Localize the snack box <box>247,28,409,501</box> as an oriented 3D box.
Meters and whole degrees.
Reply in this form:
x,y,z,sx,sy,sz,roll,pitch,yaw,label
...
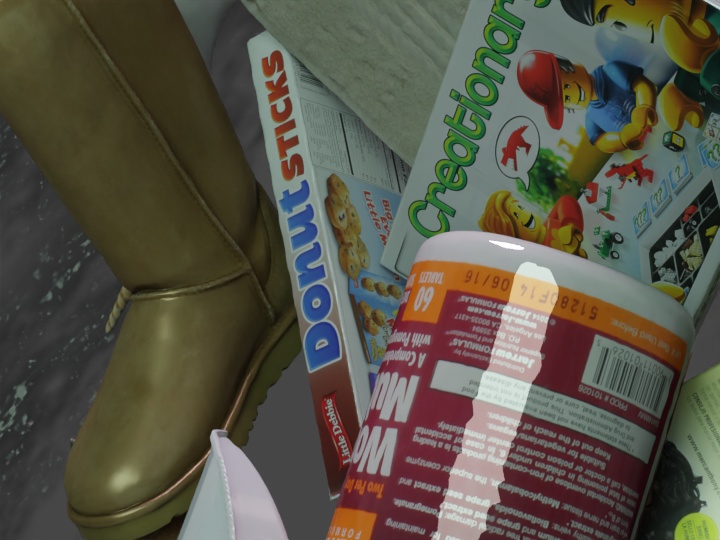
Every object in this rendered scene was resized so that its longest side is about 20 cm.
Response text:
x,y,z,sx,sy,sz,roll,pitch,yaw,label
0.000,0.000,1.196,0.024,0.072,0.201,-25,64,31,snack box

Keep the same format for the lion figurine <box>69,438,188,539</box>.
x,y,z,sx,sy,sz,roll,pitch,yaw,label
-0.055,0.148,1.162,0.122,0.072,0.201,-20,74,27,lion figurine

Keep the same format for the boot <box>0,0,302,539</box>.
x,y,z,sx,sy,sz,roll,pitch,yaw,label
-0.103,-0.021,1.149,0.066,0.201,0.175,-7,35,36,boot

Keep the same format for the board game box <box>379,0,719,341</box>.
x,y,z,sx,sy,sz,roll,pitch,yaw,label
0.090,-0.046,1.112,0.126,0.201,0.035,31,46,12,board game box

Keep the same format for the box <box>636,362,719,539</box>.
x,y,z,sx,sy,sz,roll,pitch,yaw,label
0.139,0.081,1.135,0.199,0.050,0.075,-31,66,6,box

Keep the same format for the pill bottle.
x,y,z,sx,sy,sz,roll,pitch,yaw,label
0.045,0.096,1.074,0.109,0.110,0.201,14,80,22,pill bottle

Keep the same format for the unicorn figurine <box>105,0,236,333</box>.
x,y,z,sx,sy,sz,roll,pitch,yaw,label
-0.093,-0.097,1.243,0.074,0.137,0.201,-7,50,51,unicorn figurine

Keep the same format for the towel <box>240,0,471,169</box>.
x,y,z,sx,sy,sz,roll,pitch,yaw,label
0.051,-0.089,1.157,0.200,0.133,0.034,44,45,-3,towel

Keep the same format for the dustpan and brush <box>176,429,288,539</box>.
x,y,z,sx,sy,sz,roll,pitch,yaw,label
-0.053,0.151,1.038,0.200,0.057,0.140,39,111,54,dustpan and brush
